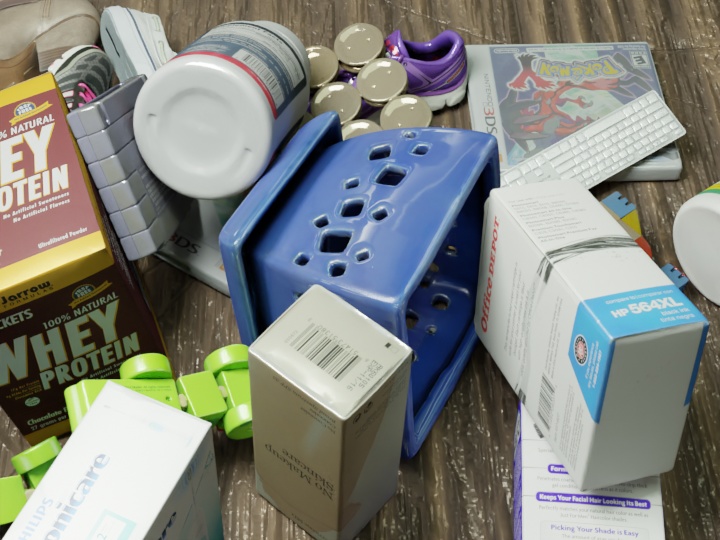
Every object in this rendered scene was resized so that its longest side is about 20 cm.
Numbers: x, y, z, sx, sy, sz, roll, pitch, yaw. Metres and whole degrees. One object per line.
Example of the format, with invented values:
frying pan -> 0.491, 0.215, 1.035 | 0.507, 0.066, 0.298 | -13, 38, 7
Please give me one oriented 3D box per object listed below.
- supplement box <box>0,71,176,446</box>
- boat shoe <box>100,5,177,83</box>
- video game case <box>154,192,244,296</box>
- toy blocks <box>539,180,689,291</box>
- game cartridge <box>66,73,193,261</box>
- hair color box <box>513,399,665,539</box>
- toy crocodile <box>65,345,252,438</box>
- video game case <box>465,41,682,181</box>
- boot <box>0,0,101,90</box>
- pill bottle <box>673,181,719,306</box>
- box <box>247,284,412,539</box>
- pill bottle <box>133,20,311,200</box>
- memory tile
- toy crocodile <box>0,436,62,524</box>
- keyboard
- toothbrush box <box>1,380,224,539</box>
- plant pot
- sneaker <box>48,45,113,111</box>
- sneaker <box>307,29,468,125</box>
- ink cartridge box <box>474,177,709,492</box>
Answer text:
supplement box -> -0.257, -0.007, 1.029 | 0.132, 0.201, 0.198 | -22, 54, -5
boat shoe -> -0.197, -0.191, 1.244 | 0.066, 0.074, 0.201 | -8, 54, -24
video game case -> -0.138, -0.085, 1.221 | 0.181, 0.022, 0.200 | 27, 55, 18
toy blocks -> 0.204, -0.016, 1.140 | 0.136, 0.100, 0.200 | -30, 62, -36
game cartridge -> -0.189, -0.089, 1.077 | 0.038, 0.131, 0.200 | -15, 14, 6
hair color box -> 0.173, 0.199, 0.980 | 0.108, 0.065, 0.201 | 4, 53, 2
toy crocodile -> -0.133, 0.105, 0.992 | 0.199, 0.062, 0.068 | -3, 58, -36
video game case -> 0.210, -0.163, 1.293 | 0.198, 0.023, 0.183 | -1, 52, -3
boot -> -0.363, -0.232, 1.309 | 0.198, 0.071, 0.147 | -7, 46, -9
pill bottle -> 0.390, -0.055, 1.157 | 0.199, 0.113, 0.113 | -28, 57, -23
box -> -0.024, 0.115, 0.952 | 0.095, 0.201, 0.078 | 32, 57, 23
pill bottle -> -0.108, -0.149, 1.106 | 0.119, 0.121, 0.200 | 11, 25, 7
memory tile -> -0.043, -0.142, 1.209 | 0.199, 0.017, 0.154 | -30, 62, -4
toy crocodile -> -0.211, 0.148, 1.013 | 0.199, 0.062, 0.068 | -28, 93, -24
keyboard -> 0.217, -0.108, 1.228 | 0.199, 0.011, 0.057 | -29, 76, -11
toothbrush box -> -0.165, 0.197, 0.883 | 0.085, 0.201, 0.147 | 20, 53, 14
plant pot -> 0.000, 0.000, 1.053 | 0.179, 0.201, 0.201 | 18, 52, 21
sneaker -> -0.266, -0.131, 1.208 | 0.087, 0.074, 0.201 | 1, 54, 25
sneaker -> 0.014, -0.197, 1.273 | 0.199, 0.084, 0.081 | -20, 48, -17
ink cartridge box -> 0.167, 0.042, 0.976 | 0.084, 0.147, 0.200 | -10, 38, -16
